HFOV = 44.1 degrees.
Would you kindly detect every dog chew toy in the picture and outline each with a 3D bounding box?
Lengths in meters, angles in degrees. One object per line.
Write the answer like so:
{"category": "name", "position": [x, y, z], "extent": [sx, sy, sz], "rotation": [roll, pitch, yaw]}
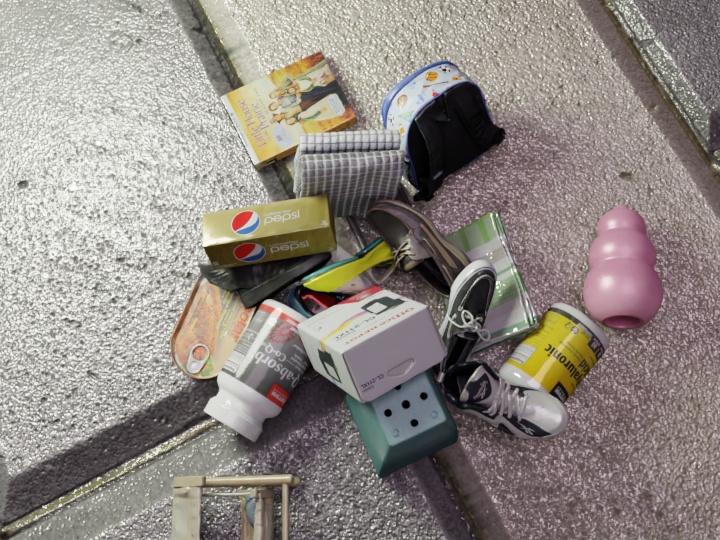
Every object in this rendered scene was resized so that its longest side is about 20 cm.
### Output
{"category": "dog chew toy", "position": [0.423, -0.010, 1.435], "extent": [0.123, 0.125, 0.202], "rotation": [6, 66, 2]}

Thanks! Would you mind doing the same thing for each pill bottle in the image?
{"category": "pill bottle", "position": [-0.152, 0.157, 1.391], "extent": [0.115, 0.116, 0.201], "rotation": [29, 77, 8]}
{"category": "pill bottle", "position": [0.286, 0.158, 1.390], "extent": [0.111, 0.111, 0.200], "rotation": [40, 79, 10]}

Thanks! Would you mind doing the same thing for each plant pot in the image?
{"category": "plant pot", "position": [0.064, 0.211, 1.331], "extent": [0.140, 0.200, 0.142], "rotation": [-24, 75, -6]}

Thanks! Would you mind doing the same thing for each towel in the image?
{"category": "towel", "position": [-0.021, -0.142, 1.404], "extent": [0.164, 0.200, 0.086], "rotation": [-6, 69, -7]}
{"category": "towel", "position": [0.191, 0.024, 1.429], "extent": [0.149, 0.031, 0.202], "rotation": [-27, 72, 31]}

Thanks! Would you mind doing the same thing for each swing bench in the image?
{"category": "swing bench", "position": [-0.191, 0.408, 1.316], "extent": [0.198, 0.130, 0.201], "rotation": [-2, 75, 0]}

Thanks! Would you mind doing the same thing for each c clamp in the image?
{"category": "c clamp", "position": [0.011, -0.083, 1.505], "extent": [0.170, 0.027, 0.201], "rotation": [-28, 75, -12]}

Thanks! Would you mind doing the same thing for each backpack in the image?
{"category": "backpack", "position": [0.124, -0.248, 1.461], "extent": [0.200, 0.191, 0.154], "rotation": [-39, 62, -10]}

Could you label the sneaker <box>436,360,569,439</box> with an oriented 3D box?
{"category": "sneaker", "position": [0.196, 0.184, 1.277], "extent": [0.198, 0.129, 0.080], "rotation": [25, 87, 26]}

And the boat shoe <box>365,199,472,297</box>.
{"category": "boat shoe", "position": [0.089, -0.034, 1.391], "extent": [0.199, 0.075, 0.074], "rotation": [36, 48, -5]}

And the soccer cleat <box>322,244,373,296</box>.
{"category": "soccer cleat", "position": [-0.066, -0.026, 1.455], "extent": [0.199, 0.085, 0.069], "rotation": [36, 78, 10]}

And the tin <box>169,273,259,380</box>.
{"category": "tin", "position": [-0.234, 0.083, 1.452], "extent": [0.111, 0.042, 0.201], "rotation": [20, 75, 10]}

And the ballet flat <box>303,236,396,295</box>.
{"category": "ballet flat", "position": [0.000, 0.000, 1.409], "extent": [0.199, 0.067, 0.067], "rotation": [-30, 94, -35]}

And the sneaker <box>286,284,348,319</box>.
{"category": "sneaker", "position": [-0.029, 0.080, 1.423], "extent": [0.198, 0.090, 0.079], "rotation": [22, 76, 2]}

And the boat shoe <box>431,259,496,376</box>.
{"category": "boat shoe", "position": [0.163, 0.083, 1.374], "extent": [0.073, 0.068, 0.200], "rotation": [19, 109, -26]}

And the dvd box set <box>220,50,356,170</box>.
{"category": "dvd box set", "position": [-0.126, -0.281, 1.553], "extent": [0.199, 0.029, 0.147], "rotation": [-26, 76, -7]}

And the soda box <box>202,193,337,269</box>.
{"category": "soda box", "position": [-0.139, -0.059, 1.364], "extent": [0.198, 0.068, 0.064], "rotation": [-10, 57, 3]}

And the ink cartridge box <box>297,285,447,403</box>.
{"category": "ink cartridge box", "position": [0.013, 0.100, 1.289], "extent": [0.145, 0.200, 0.083], "rotation": [-27, 106, -17]}

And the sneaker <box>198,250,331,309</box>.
{"category": "sneaker", "position": [-0.152, -0.013, 1.414], "extent": [0.199, 0.060, 0.105], "rotation": [-31, 83, 13]}
